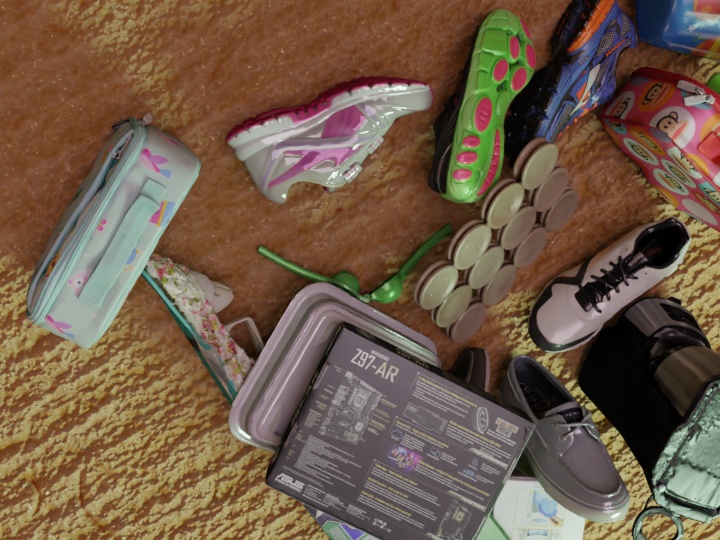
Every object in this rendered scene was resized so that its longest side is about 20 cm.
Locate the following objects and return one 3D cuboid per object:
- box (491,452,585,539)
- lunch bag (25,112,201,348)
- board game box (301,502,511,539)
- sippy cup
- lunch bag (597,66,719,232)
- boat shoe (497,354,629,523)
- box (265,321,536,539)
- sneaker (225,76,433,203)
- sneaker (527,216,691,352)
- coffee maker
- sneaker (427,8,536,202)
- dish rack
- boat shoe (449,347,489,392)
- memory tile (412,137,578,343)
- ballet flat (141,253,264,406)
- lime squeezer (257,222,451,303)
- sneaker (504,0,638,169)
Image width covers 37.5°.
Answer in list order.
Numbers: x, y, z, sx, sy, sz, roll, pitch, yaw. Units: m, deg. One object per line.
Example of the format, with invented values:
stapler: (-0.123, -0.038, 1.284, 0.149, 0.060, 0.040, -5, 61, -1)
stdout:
box: (0.159, 0.294, 1.102, 0.100, 0.112, 0.202, 5, 98, -12)
lunch bag: (-0.217, -0.040, 0.922, 0.077, 0.160, 0.201, 29, 94, -17)
board game box: (0.046, 0.240, 1.013, 0.134, 0.029, 0.201, -38, 97, 2)
sippy cup: (0.341, -0.264, 1.027, 0.129, 0.178, 0.141, 1, 122, -11)
lunch bag: (0.340, -0.106, 1.034, 0.200, 0.176, 0.082, 39, 94, -21)
boat shoe: (0.194, 0.158, 1.037, 0.069, 0.201, 0.072, -13, 128, -19)
box: (0.035, 0.162, 0.966, 0.199, 0.044, 0.161, 26, 95, -5)
sneaker: (-0.022, -0.124, 1.000, 0.198, 0.081, 0.089, -20, 106, -1)
sneaker: (0.252, 0.008, 1.079, 0.199, 0.080, 0.074, -38, 79, -7)
coffee maker: (0.299, 0.144, 1.059, 0.192, 0.200, 0.135, -41, 111, 7)
sneaker: (0.108, -0.162, 1.022, 0.076, 0.083, 0.202, 28, 75, -31)
dish rack: (-0.013, 0.121, 1.032, 0.199, 0.043, 0.173, 29, 92, -38)
boat shoe: (0.078, 0.168, 1.069, 0.057, 0.067, 0.202, 20, 82, -15)
memory tile: (0.135, -0.026, 1.040, 0.200, 0.017, 0.153, -50, 149, -1)
ballet flat: (-0.138, 0.053, 1.011, 0.064, 0.076, 0.201, -37, 116, -14)
lime squeezer: (0.000, 0.000, 1.047, 0.198, 0.038, 0.071, -7, 102, -11)
sneaker: (0.212, -0.177, 1.047, 0.078, 0.075, 0.201, 29, 95, -20)
